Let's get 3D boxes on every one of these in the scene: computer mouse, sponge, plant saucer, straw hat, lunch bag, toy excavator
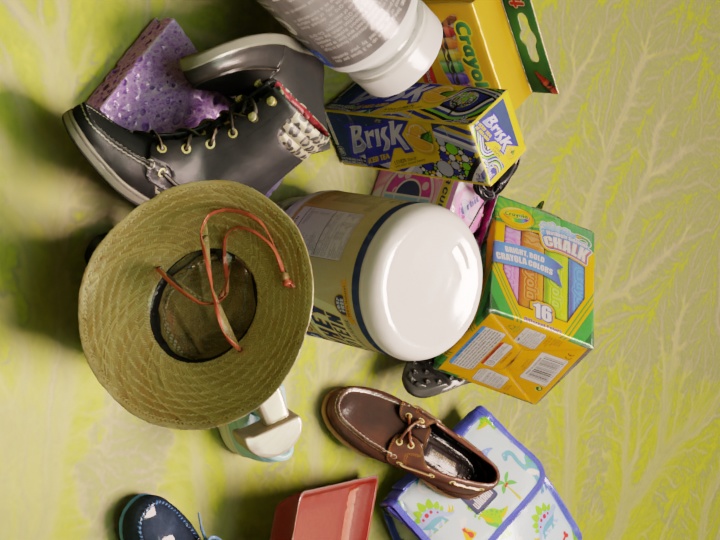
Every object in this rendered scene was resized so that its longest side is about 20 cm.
[{"bbox_3d":[0.117,-0.039,1.434,0.059,0.034,0.201,37,72,-41],"label":"computer mouse"},{"bbox_3d":[-0.154,-0.118,1.318,0.112,0.030,0.200,-55,130,-22],"label":"sponge"},{"bbox_3d":[-0.050,0.307,1.460,0.200,0.037,0.201,7,94,-67],"label":"plant saucer"},{"bbox_3d":[-0.122,0.030,1.181,0.085,0.200,0.202,26,78,-80],"label":"straw hat"},{"bbox_3d":[0.128,0.277,1.615,0.170,0.127,0.200,-42,110,-28],"label":"lunch bag"},{"bbox_3d":[-0.139,0.066,1.277,0.199,0.100,0.195,4,96,-25],"label":"toy excavator"}]

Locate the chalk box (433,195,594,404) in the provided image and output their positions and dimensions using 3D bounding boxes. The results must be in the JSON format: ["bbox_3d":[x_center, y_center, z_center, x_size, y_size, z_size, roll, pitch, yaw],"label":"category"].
[{"bbox_3d":[0.162,0.012,1.517,0.124,0.125,0.201,20,49,-15],"label":"chalk box"}]

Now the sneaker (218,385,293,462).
[{"bbox_3d":[-0.107,0.095,1.369,0.074,0.082,0.201,-41,124,-32],"label":"sneaker"}]

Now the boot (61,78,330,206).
[{"bbox_3d":[-0.136,-0.116,1.229,0.154,0.074,0.203,-41,132,12],"label":"boot"}]

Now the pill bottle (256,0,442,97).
[{"bbox_3d":[-0.021,-0.248,1.289,0.200,0.114,0.114,39,71,-38],"label":"pill bottle"}]

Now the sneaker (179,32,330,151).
[{"bbox_3d":[-0.082,-0.152,1.307,0.200,0.075,0.107,-11,89,-60],"label":"sneaker"}]

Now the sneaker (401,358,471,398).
[{"bbox_3d":[0.112,0.095,1.579,0.200,0.066,0.091,-36,155,-40],"label":"sneaker"}]

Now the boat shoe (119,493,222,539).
[{"bbox_3d":[-0.153,0.286,1.371,0.084,0.068,0.200,-50,129,-25],"label":"boat shoe"}]

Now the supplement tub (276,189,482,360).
[{"bbox_3d":[0.000,0.000,1.370,0.144,0.200,0.145,-8,103,-40],"label":"supplement tub"}]

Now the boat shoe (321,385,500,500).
[{"bbox_3d":[0.056,0.174,1.508,0.200,0.070,0.071,28,68,-19],"label":"boat shoe"}]

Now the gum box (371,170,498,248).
[{"bbox_3d":[0.072,-0.066,1.489,0.066,0.113,0.201,27,79,-44],"label":"gum box"}]

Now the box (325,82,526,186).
[{"bbox_3d":[0.058,-0.136,1.401,0.064,0.200,0.070,-43,126,-31],"label":"box"}]

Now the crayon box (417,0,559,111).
[{"bbox_3d":[0.084,-0.215,1.409,0.051,0.199,0.127,-46,126,-35],"label":"crayon box"}]
